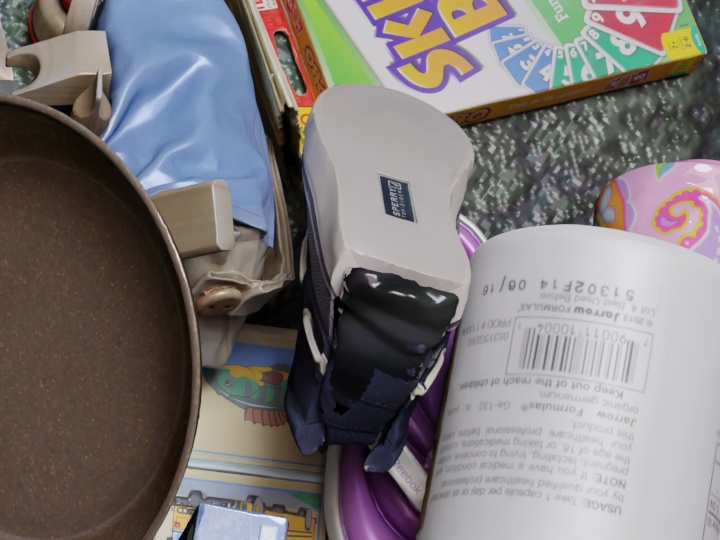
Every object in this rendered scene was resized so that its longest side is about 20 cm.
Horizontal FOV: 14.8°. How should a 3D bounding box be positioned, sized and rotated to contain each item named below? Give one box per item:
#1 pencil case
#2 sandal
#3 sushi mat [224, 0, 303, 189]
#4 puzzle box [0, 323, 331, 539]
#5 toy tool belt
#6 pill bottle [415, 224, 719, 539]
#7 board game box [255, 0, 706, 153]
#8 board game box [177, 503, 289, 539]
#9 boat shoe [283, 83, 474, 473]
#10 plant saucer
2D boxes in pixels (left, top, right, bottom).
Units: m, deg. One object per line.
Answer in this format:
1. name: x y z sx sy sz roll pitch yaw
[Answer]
1. pencil case: 0.134 0.056 1.167 0.087 0.087 0.201 9 66 -11
2. sandal: 0.027 0.063 1.129 0.082 0.050 0.204 2 67 -14
3. sushi mat: -0.062 -0.140 1.191 0.012 0.096 0.201 -19 74 -5
4. puzzle box: -0.060 0.086 1.140 0.199 0.025 0.134 7 68 -12
5. toy tool belt: -0.087 -0.067 1.123 0.124 0.123 0.201 -1 59 -22
6. pill bottle: 0.080 0.094 1.057 0.114 0.114 0.201 14 72 -9
7. board game box: 0.050 -0.115 1.249 0.199 0.030 0.096 -15 73 -17
8. board game box: -0.065 0.196 1.020 0.034 0.135 0.201 10 76 -6
9. boat shoe: 0.000 0.000 1.108 0.074 0.093 0.200 17 25 -6
10. plant saucer: -0.134 0.032 1.064 0.037 0.200 0.201 -5 64 -59
